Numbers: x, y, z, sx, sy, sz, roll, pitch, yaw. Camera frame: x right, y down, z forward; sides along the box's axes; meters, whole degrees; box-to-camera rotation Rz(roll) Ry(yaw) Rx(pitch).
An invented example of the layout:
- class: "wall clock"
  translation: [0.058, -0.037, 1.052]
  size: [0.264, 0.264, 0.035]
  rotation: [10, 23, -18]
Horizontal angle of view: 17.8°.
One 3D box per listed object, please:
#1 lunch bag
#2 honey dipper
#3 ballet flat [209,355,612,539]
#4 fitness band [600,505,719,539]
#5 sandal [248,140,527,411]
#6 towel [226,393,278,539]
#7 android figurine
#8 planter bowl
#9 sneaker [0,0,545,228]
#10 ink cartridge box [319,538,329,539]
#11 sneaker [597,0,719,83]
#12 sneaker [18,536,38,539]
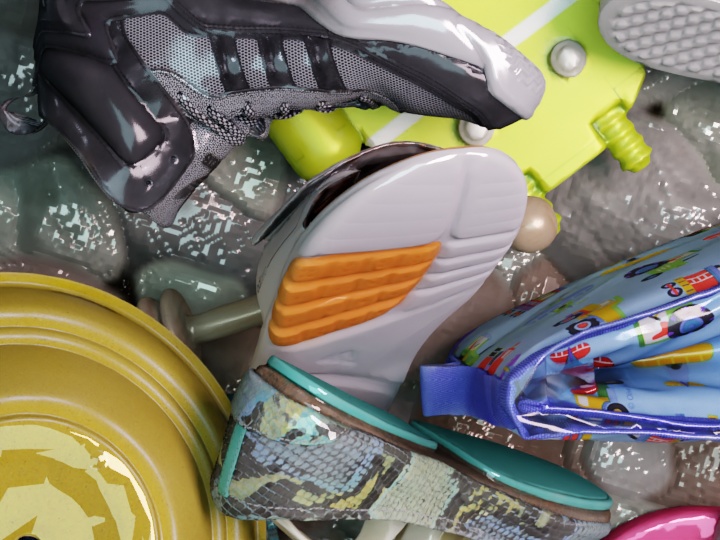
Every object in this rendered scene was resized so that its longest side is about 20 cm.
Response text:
- class: "lunch bag"
  translation: [0.119, 0.026, 0.861]
  size: [0.199, 0.151, 0.095]
  rotation: [-9, 94, -6]
- class: "honey dipper"
  translation: [-0.018, 0.008, 0.906]
  size: [0.199, 0.038, 0.038]
  rotation: [-18, 94, 9]
- class: "ballet flat"
  translation: [0.017, 0.088, 0.875]
  size: [0.200, 0.074, 0.075]
  rotation: [24, 93, -41]
- class: "fitness band"
  translation: [0.168, 0.180, 0.937]
  size: [0.199, 0.037, 0.144]
  rotation: [24, 93, -2]
- class: "sandal"
  translation: [-0.008, 0.000, 0.849]
  size: [0.079, 0.207, 0.059]
  rotation: [-1, 60, -23]
- class: "towel"
  translation: [-0.127, 0.135, 0.935]
  size: [0.199, 0.022, 0.148]
  rotation: [-9, 93, 1]
- class: "android figurine"
  translation: [0.036, -0.107, 0.916]
  size: [0.182, 0.041, 0.200]
  rotation: [-35, 92, 1]
- class: "planter bowl"
  translation: [-0.122, 0.098, 0.816]
  size: [0.199, 0.083, 0.202]
  rotation: [1, 86, -15]
- class: "sneaker"
  translation: [-0.037, -0.064, 0.863]
  size: [0.199, 0.075, 0.114]
  rotation: [20, 92, 7]
- class: "ink cartridge box"
  translation: [0.060, 0.173, 0.844]
  size: [0.199, 0.160, 0.047]
  rotation: [26, 95, 0]
- class: "sneaker"
  translation: [0.192, -0.101, 0.875]
  size: [0.199, 0.078, 0.080]
  rotation: [19, 62, -8]
- class: "sneaker"
  translation: [-0.152, 0.101, 0.892]
  size: [0.199, 0.078, 0.070]
  rotation: [-29, 92, -15]
